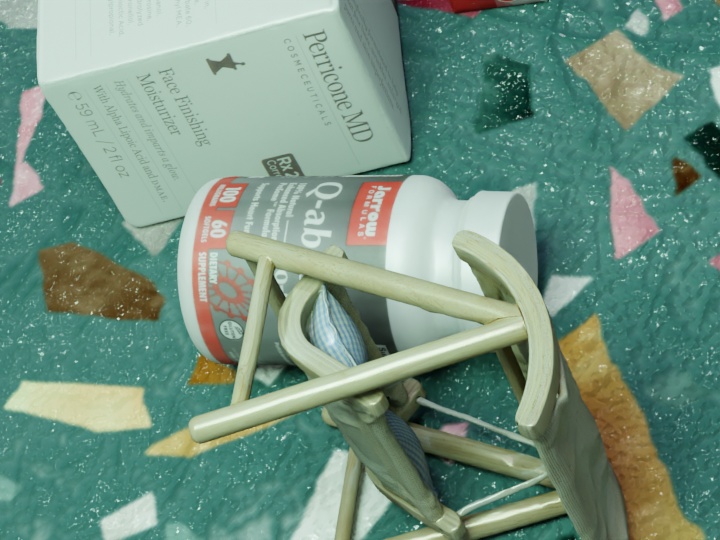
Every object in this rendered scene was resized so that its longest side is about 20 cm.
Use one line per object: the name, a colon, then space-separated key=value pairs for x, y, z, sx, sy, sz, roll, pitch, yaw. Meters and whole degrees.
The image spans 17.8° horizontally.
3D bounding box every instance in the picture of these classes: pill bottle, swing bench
pill bottle: x=0.000 y=0.000 z=1.389 sx=0.199 sy=0.116 sz=0.116 roll=0 pitch=57 yaw=19
swing bench: x=0.038 y=0.080 z=1.269 sx=0.199 sy=0.199 sz=0.130 roll=-2 pitch=57 yaw=18

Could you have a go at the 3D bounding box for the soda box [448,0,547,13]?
soda box: x=0.092 y=-0.275 z=1.575 sx=0.070 sy=0.064 sz=0.201 roll=-5 pitch=55 yaw=16

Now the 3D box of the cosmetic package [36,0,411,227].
cosmetic package: x=-0.087 y=-0.157 z=1.496 sx=0.199 sy=0.165 sz=0.166 roll=-13 pitch=54 yaw=12
